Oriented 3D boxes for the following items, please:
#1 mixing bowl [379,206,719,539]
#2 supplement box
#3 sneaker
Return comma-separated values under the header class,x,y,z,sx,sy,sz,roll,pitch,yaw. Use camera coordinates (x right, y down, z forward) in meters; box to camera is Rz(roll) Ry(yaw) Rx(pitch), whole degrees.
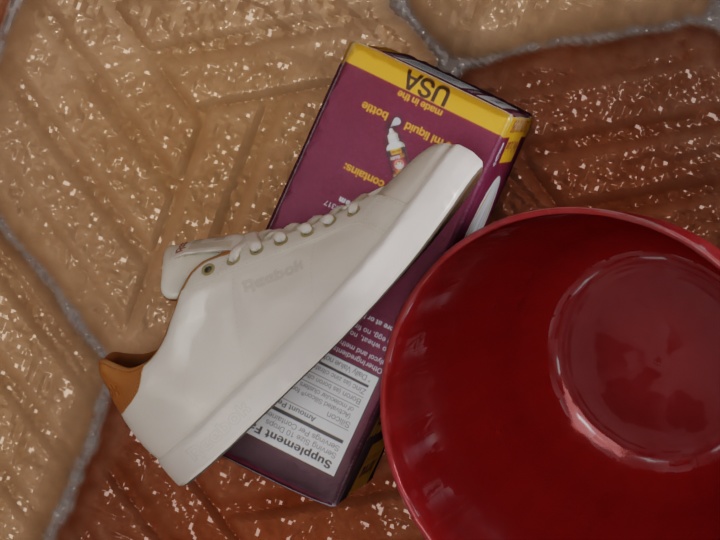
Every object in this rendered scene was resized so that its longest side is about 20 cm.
class,x,y,z,sx,sy,sz,roll,pitch,yaw
mixing bowl,0.119,0.055,1.194,0.199,0.108,0.202,7,109,22
supplement box,0.000,0.000,1.250,0.085,0.110,0.201,25,97,7
sneaker,-0.037,0.001,1.163,0.200,0.073,0.085,-43,89,10
